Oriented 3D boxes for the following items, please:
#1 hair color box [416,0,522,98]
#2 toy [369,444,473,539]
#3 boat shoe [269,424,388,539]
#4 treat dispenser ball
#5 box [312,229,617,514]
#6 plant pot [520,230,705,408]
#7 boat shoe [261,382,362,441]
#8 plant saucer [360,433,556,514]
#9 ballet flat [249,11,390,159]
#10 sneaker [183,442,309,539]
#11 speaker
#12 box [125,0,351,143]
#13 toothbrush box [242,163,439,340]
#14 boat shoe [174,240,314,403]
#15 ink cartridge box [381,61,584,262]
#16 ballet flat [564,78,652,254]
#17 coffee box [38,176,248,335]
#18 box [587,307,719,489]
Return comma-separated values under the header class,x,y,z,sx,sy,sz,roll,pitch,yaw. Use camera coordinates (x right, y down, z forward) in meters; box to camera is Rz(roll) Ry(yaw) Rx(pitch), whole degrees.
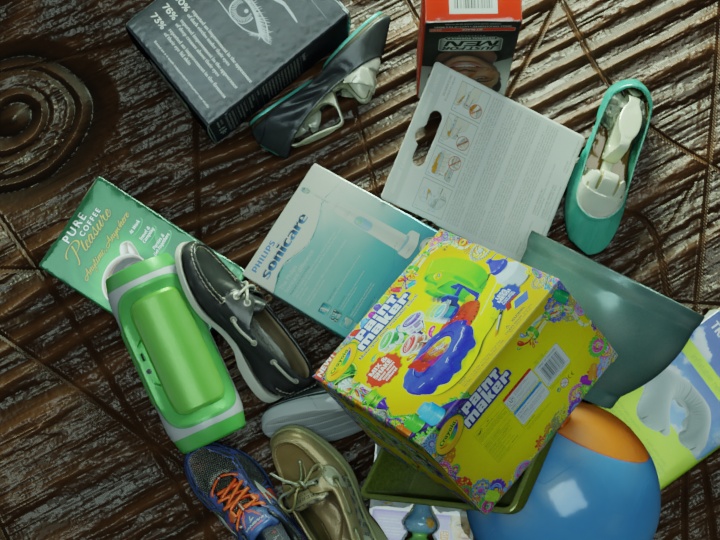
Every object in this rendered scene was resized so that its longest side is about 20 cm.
class,x,y,z,sx,sy,sz,roll,pitch,yaw
hair color box,0.112,-0.246,1.686,0.101,0.200,0.061,-1,74,0
toy,0.073,0.199,1.723,0.115,0.047,0.200,5,85,0
boat shoe,-0.034,0.254,1.692,0.073,0.063,0.200,-35,91,31
treat dispenser ball,0.207,0.233,1.643,0.201,0.201,0.201,0,85,0
box,0.098,0.092,1.531,0.200,0.193,0.122,-49,125,-11
plant pot,0.239,0.061,1.671,0.200,0.200,0.134,26,95,2
boat shoe,-0.012,0.131,1.723,0.200,0.072,0.071,-16,53,8
plant saucer,0.122,0.159,1.587,0.048,0.200,0.200,47,58,-34
ballet flat,-0.029,-0.195,1.751,0.200,0.073,0.073,-41,86,3
sneaker,-0.112,0.259,1.702,0.075,0.078,0.200,-44,86,-5
speaker,-0.194,0.087,1.674,0.088,0.088,0.200,-24,88,-2
box,-0.130,-0.261,1.738,0.200,0.104,0.148,-38,85,-4
toothbrush box,0.000,0.000,1.687,0.200,0.085,0.146,29,84,27
boat shoe,-0.121,0.048,1.679,0.060,0.074,0.200,-25,102,31
ink cartridge box,0.126,-0.109,1.717,0.200,0.050,0.162,24,85,-20
ballet flat,0.270,-0.117,1.742,0.067,0.070,0.200,17,85,1
coffee box,-0.234,0.000,1.742,0.200,0.044,0.123,31,87,2
box,0.360,0.135,1.730,0.200,0.048,0.122,-36,86,-2
